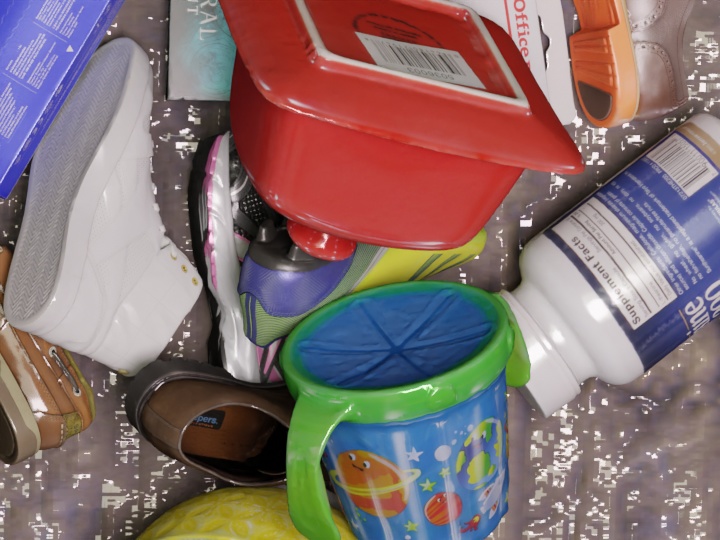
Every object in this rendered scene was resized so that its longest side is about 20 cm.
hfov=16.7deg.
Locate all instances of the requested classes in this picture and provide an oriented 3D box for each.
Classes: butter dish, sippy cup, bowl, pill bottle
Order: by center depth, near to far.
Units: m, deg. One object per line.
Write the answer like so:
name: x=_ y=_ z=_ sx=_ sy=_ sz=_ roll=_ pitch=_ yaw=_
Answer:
butter dish: x=0.000 y=-0.074 z=1.407 sx=0.199 sy=0.200 sz=0.149 roll=12 pitch=117 yaw=-21
sippy cup: x=0.031 y=0.093 z=1.439 sx=0.177 sy=0.140 sz=0.131 roll=-17 pitch=117 yaw=-9
bowl: x=-0.048 y=0.196 z=1.530 sx=0.200 sy=0.200 sz=0.108 roll=34 pitch=47 yaw=-8
pill bottle: x=0.171 y=0.001 z=1.552 sx=0.200 sy=0.111 sz=0.111 roll=-37 pitch=98 yaw=-3

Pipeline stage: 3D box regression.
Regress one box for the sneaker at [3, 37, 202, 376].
sneaker: x=-0.147 y=-0.035 z=1.538 sx=0.115 sy=0.073 sz=0.201 roll=31 pitch=65 yaw=-40

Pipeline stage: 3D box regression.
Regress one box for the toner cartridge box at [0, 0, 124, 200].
toner cartridge box: x=-0.211 y=-0.154 z=1.516 sx=0.095 sy=0.043 sz=0.201 roll=31 pitch=88 yaw=4

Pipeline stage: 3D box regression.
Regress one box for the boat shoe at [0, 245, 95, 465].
boat shoe: x=-0.231 y=0.019 z=1.533 sx=0.068 sy=0.072 sz=0.201 roll=-24 pitch=92 yaw=-31

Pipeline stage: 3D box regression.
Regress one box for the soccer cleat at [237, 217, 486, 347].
soccer cleat: x=-0.001 y=0.000 z=1.525 sx=0.199 sy=0.065 sz=0.084 roll=-13 pitch=124 yaw=-45

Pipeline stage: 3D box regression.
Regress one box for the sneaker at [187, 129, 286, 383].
sneaker: x=-0.057 y=0.004 z=1.550 sx=0.086 sy=0.080 sz=0.201 roll=-9 pitch=106 yaw=-13

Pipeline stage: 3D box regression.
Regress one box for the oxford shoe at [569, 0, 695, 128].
oxford shoe: x=0.172 y=-0.195 z=1.568 sx=0.072 sy=0.071 sz=0.201 roll=-9 pitch=102 yaw=-24

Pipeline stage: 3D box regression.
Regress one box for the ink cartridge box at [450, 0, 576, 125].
ink cartridge box: x=0.050 y=-0.127 z=1.529 sx=0.199 sy=0.068 sz=0.116 roll=-12 pitch=100 yaw=-17

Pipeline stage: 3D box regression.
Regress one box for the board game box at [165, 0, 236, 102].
board game box: x=-0.054 y=-0.206 z=1.551 sx=0.134 sy=0.028 sz=0.202 roll=1 pitch=95 yaw=-7

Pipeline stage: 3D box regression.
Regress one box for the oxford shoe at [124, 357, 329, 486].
oxford shoe: x=-0.040 y=0.106 z=1.499 sx=0.199 sy=0.084 sz=0.073 roll=4 pitch=110 yaw=-29
